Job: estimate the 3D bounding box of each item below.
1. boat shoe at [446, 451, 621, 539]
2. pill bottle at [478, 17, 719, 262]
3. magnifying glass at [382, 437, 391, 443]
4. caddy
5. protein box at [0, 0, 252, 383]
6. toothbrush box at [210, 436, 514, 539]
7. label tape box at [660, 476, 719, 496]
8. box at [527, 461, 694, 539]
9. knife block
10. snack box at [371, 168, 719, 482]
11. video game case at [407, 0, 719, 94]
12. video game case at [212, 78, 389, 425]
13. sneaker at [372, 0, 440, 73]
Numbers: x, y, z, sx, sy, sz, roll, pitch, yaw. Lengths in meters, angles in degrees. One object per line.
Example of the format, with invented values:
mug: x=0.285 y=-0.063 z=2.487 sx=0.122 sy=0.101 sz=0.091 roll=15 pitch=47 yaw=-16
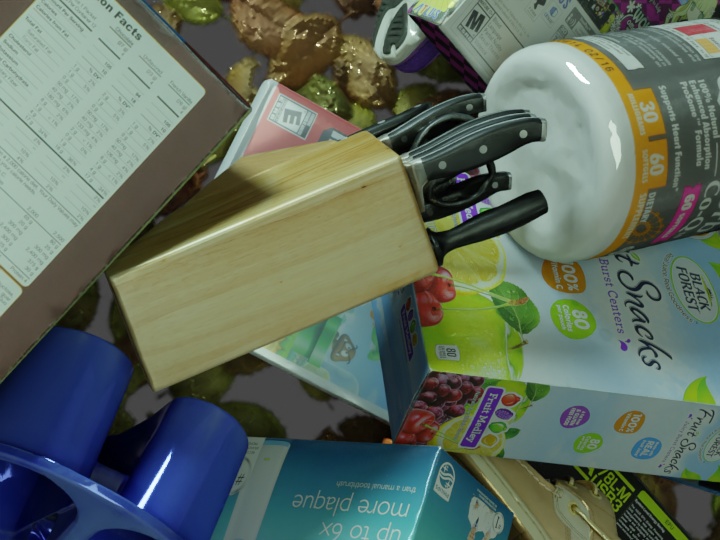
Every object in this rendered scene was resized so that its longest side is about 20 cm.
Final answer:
boat shoe: x=0.112 y=0.151 z=1.117 sx=0.200 sy=0.074 sz=0.069 roll=51 pitch=60 yaw=-11
pill bottle: x=0.170 y=-0.076 z=1.093 sx=0.199 sy=0.116 sz=0.117 roll=-12 pitch=96 yaw=-34
magnifying glass: x=0.002 y=0.198 z=1.167 sx=0.079 sy=0.022 sz=0.202 roll=14 pitch=90 yaw=-17
caddy: x=-0.145 y=0.112 z=1.036 sx=0.141 sy=0.200 sz=0.105 roll=32 pitch=67 yaw=-12
protein box: x=-0.187 y=-0.054 z=1.008 sx=0.135 sy=0.198 sz=0.200 roll=45 pitch=81 yaw=-14
toothbrush box: x=-0.024 y=0.194 z=1.038 sx=0.085 sy=0.146 sz=0.201 roll=42 pitch=58 yaw=-43
label tape box: x=0.230 y=0.032 z=1.157 sx=0.066 sy=0.143 sz=0.202 roll=13 pitch=89 yaw=-21
box: x=0.111 y=0.207 z=1.174 sx=0.200 sy=0.047 sz=0.193 roll=46 pitch=74 yaw=-16
knife block: x=-0.004 y=-0.021 z=0.984 sx=0.200 sy=0.175 sz=0.064 roll=-43 pitch=119 yaw=-50
snack box: x=0.109 y=0.024 z=1.098 sx=0.199 sy=0.169 sz=0.068 roll=8 pitch=134 yaw=-18
video game case: x=0.137 y=-0.152 z=1.133 sx=0.182 sy=0.036 sz=0.200 roll=-53 pitch=134 yaw=-6
video game case: x=0.000 y=0.000 z=1.158 sx=0.199 sy=0.017 sz=0.144 roll=28 pitch=84 yaw=-15
sneaker: x=0.097 y=-0.172 z=1.151 sx=0.200 sy=0.081 sz=0.084 roll=-37 pitch=115 yaw=-8
